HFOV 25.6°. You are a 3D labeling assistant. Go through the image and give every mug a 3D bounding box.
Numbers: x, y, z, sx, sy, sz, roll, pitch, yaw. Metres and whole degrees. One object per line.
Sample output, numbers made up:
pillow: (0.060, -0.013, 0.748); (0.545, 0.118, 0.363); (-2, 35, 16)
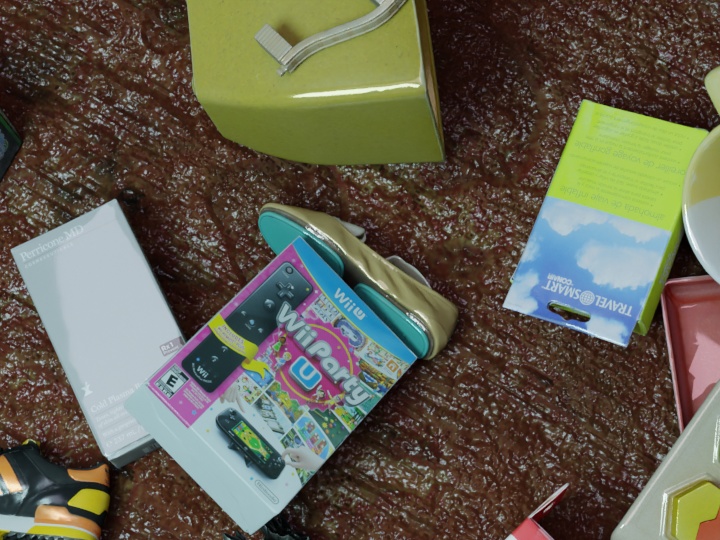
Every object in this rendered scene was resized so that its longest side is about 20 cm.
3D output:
mug: (0.370, -0.080, 1.310); (0.152, 0.149, 0.189); (-13, 106, -41)

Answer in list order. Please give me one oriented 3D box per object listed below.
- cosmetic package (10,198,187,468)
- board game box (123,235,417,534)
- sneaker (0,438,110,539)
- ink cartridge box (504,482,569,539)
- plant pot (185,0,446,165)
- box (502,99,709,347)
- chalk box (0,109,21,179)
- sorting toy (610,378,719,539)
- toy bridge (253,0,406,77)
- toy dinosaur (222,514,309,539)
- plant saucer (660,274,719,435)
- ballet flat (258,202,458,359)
cosmetic package: (-0.207, 0.054, 1.350); (0.106, 0.090, 0.201); (-28, 80, -7)
board game box: (-0.070, 0.090, 1.293); (0.148, 0.064, 0.200); (45, 53, 0)
sneaker: (-0.306, 0.182, 1.339); (0.198, 0.070, 0.091); (11, 62, 5)
ink cartridge box: (0.113, 0.266, 1.268); (0.200, 0.116, 0.067); (-43, 77, -7)
plant pot: (-0.042, -0.196, 1.359); (0.198, 0.194, 0.198); (-9, 76, 6)
box: (0.213, -0.037, 1.359); (0.121, 0.048, 0.202); (17, 77, 25)
chalk box: (-0.385, -0.110, 1.380); (0.123, 0.125, 0.201); (24, 77, 8)
sorting toy: (0.329, 0.195, 1.282); (0.184, 0.036, 0.201); (36, 93, -1)
toy bridge: (0.003, -0.227, 1.247); (0.067, 0.027, 0.200); (42, 90, 17)
toy dinosaur: (-0.090, 0.279, 1.300); (0.198, 0.102, 0.137); (22, 101, -7)
plant saucer: (0.361, 0.099, 1.341); (0.198, 0.037, 0.202); (-6, 76, 0)
ballet flat: (0.000, 0.000, 1.377); (0.200, 0.069, 0.063); (40, 53, 8)
